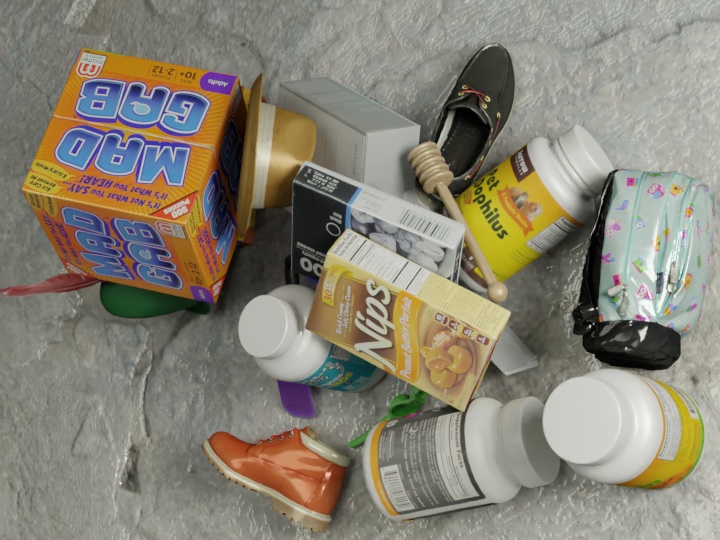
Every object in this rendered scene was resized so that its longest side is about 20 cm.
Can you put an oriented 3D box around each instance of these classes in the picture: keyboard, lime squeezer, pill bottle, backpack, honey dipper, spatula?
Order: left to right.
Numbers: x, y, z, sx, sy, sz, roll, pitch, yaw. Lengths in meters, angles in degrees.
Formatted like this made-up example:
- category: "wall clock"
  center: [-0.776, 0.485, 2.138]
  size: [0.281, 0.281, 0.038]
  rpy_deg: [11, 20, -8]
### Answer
- category: "spatula"
  center: [-0.083, 0.082, 1.696]
  size: [0.056, 0.020, 0.202]
  rpy_deg: [-2, 89, 41]
- category: "pill bottle"
  center: [-0.055, 0.078, 1.592]
  size: [0.110, 0.199, 0.112]
  rpy_deg: [-8, 76, 33]
- category: "lime squeezer"
  center: [0.049, 0.138, 1.609]
  size: [0.070, 0.038, 0.201]
  rpy_deg: [34, 101, 34]
- category: "honey dipper"
  center: [0.109, -0.050, 1.479]
  size: [0.038, 0.038, 0.201]
  rpy_deg: [-37, 65, 22]
- category: "pill bottle"
  center: [0.111, 0.205, 1.506]
  size: [0.199, 0.116, 0.118]
  rpy_deg: [-17, 71, 30]
- category: "keyboard"
  center: [0.123, 0.046, 1.568]
  size: [0.200, 0.056, 0.011]
  rpy_deg: [48, 137, 31]
- category: "pill bottle"
  center: [0.182, -0.071, 1.518]
  size: [0.199, 0.109, 0.110]
  rpy_deg: [-37, 62, 22]
- category: "pill bottle"
  center: [0.260, 0.157, 1.362]
  size: [0.110, 0.199, 0.112]
  rpy_deg: [-8, 76, 33]
- category: "backpack"
  center: [0.295, -0.004, 1.414]
  size: [0.125, 0.167, 0.202]
  rpy_deg: [8, 81, 15]

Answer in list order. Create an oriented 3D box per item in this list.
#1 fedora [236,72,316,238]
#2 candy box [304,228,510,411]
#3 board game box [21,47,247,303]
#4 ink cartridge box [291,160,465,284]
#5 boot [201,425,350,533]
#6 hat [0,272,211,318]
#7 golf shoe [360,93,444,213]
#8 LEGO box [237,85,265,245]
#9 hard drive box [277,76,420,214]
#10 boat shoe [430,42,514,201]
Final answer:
- category: "fedora"
  center: [-0.094, -0.127, 1.555]
  size: [0.081, 0.201, 0.203]
  rpy_deg: [6, 82, -5]
- category: "candy box"
  center: [0.048, 0.053, 1.460]
  size: [0.199, 0.055, 0.116]
  rpy_deg: [27, 130, 9]
- category: "board game box"
  center: [-0.250, -0.110, 1.627]
  size: [0.198, 0.200, 0.201]
  rpy_deg: [11, 64, 10]
- category: "ink cartridge box"
  center: [0.015, -0.007, 1.516]
  size: [0.197, 0.201, 0.044]
  rpy_deg: [23, 53, 17]
- category: "boot"
  center: [-0.102, 0.228, 1.677]
  size: [0.199, 0.075, 0.108]
  rpy_deg: [25, 91, 27]
- category: "hat"
  center: [-0.317, 0.044, 1.760]
  size: [0.176, 0.166, 0.199]
  rpy_deg: [-43, 31, -23]
- category: "golf shoe"
  center: [0.031, -0.133, 1.655]
  size: [0.092, 0.072, 0.200]
  rpy_deg: [-47, 58, 17]
- category: "LEGO box"
  center: [-0.212, -0.136, 1.817]
  size: [0.148, 0.077, 0.202]
  rpy_deg: [-2, 79, 34]
- category: "hard drive box"
  center: [-0.021, -0.124, 1.620]
  size: [0.200, 0.076, 0.157]
  rpy_deg: [37, 129, 48]
- category: "boat shoe"
  center: [0.131, -0.178, 1.577]
  size: [0.073, 0.063, 0.203]
  rpy_deg: [21, 72, 8]
